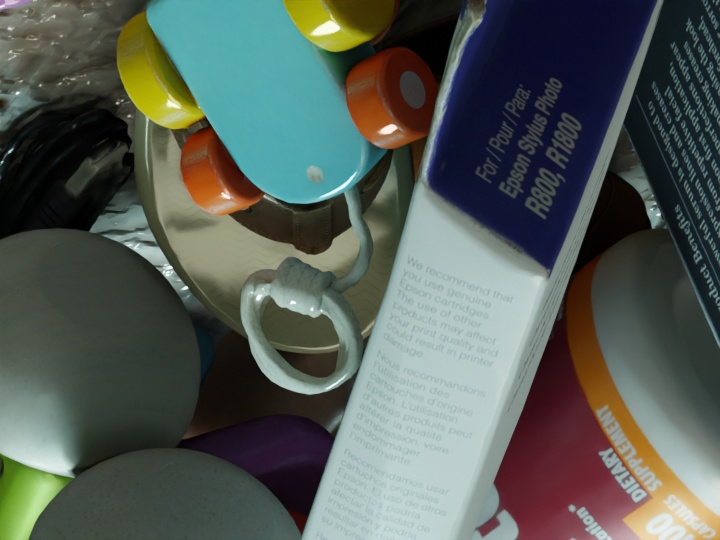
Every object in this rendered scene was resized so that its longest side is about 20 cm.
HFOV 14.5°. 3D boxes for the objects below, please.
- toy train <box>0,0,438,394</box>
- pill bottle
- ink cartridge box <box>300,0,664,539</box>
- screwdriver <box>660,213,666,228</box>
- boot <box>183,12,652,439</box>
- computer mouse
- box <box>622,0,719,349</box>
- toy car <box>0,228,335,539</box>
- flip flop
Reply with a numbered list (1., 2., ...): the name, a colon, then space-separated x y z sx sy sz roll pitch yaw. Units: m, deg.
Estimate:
1. toy train: -0.067 -0.060 0.715 0.056 0.200 0.151 -48 162 -48
2. pill bottle: 0.055 0.084 0.923 0.113 0.113 0.200 12 137 -45
3. ink cartridge box: 0.039 -0.024 0.702 0.040 0.200 0.200 19 128 4
4. screwdriver: 0.108 -0.011 1.022 0.029 0.028 0.200 -37 168 -28
5. boot: 0.000 0.000 0.900 0.188 0.069 0.200 -17 159 9
6. computer mouse: -0.172 -0.002 0.846 0.199 0.053 0.138 4 150 -35
7. box: 0.184 -0.075 0.802 0.148 0.107 0.200 -5 145 -22
8. toy car: -0.062 0.091 0.853 0.150 0.200 0.175 -5 140 -33
9. flip flop: -0.020 -0.049 0.759 0.081 0.058 0.200 -1 133 -6
